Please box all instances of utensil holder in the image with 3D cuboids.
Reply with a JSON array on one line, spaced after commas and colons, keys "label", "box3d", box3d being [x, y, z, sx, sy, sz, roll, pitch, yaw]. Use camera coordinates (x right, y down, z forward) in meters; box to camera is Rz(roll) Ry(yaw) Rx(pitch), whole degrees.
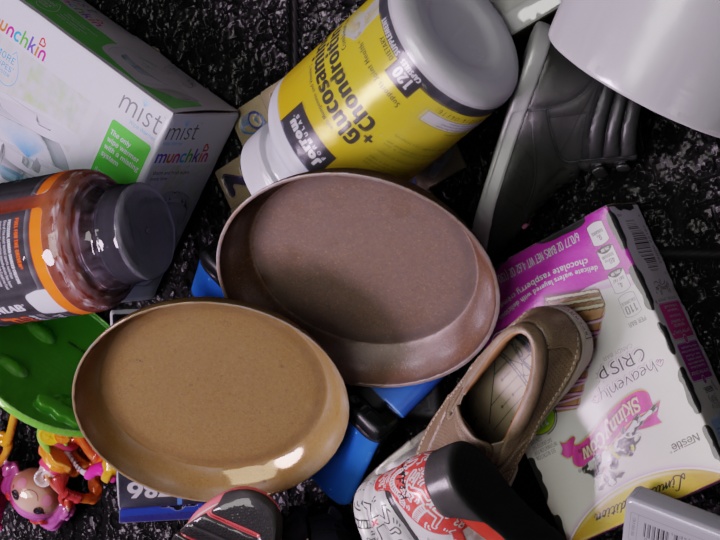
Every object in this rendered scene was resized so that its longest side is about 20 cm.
[{"label": "utensil holder", "box3d": [0.231, -0.206, 1.273, 0.169, 0.170, 0.201, 34, 112, 23]}]

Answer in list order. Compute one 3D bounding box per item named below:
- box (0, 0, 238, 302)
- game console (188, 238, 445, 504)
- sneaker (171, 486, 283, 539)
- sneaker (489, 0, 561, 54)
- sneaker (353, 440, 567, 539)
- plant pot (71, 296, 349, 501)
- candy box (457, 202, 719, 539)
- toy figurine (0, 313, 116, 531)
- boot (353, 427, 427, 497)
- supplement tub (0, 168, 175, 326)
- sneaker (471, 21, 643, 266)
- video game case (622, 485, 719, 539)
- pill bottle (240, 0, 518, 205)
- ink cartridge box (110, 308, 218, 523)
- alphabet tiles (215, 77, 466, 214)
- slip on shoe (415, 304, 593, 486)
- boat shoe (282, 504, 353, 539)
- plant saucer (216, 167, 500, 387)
[{"label": "box", "box3d": [-0.222, -0.101, 1.576, 0.200, 0.096, 0.177, 37, 112, 23]}, {"label": "game console", "box3d": [-0.022, 0.043, 1.509, 0.200, 0.118, 0.171, 45, 145, 17]}, {"label": "sneaker", "box3d": [-0.103, 0.209, 1.501, 0.073, 0.087, 0.201, 28, 136, 0]}, {"label": "sneaker", "box3d": [0.090, -0.191, 1.405, 0.199, 0.073, 0.085, -24, 79, 27]}, {"label": "sneaker", "box3d": [0.080, 0.206, 1.368, 0.107, 0.067, 0.202, -23, 116, 37]}, {"label": "plant pot", "box3d": [-0.106, 0.089, 1.431, 0.199, 0.200, 0.028, -33, 33, 27]}, {"label": "candy box", "box3d": [0.167, 0.072, 1.383, 0.136, 0.061, 0.201, -29, 79, 28]}, {"label": "toy figurine", "box3d": [-0.261, 0.145, 1.616, 0.199, 0.150, 0.185, 33, 124, -2]}, {"label": "boot", "box3d": [0.058, 0.238, 1.450, 0.182, 0.073, 0.200, -44, 79, 10]}, {"label": "supplement tub", "box3d": [-0.235, -0.016, 1.473, 0.199, 0.107, 0.108, -8, 89, 32]}, {"label": "sneaker", "box3d": [0.139, -0.068, 1.386, 0.098, 0.071, 0.201, 17, 123, 0]}, {"label": "video game case", "box3d": [0.261, 0.253, 1.326, 0.199, 0.022, 0.184, 19, 124, 27]}, {"label": "pill bottle", "box3d": [0.007, -0.112, 1.371, 0.200, 0.112, 0.113, -38, 74, 38]}, {"label": "ink cartridge box", "box3d": [-0.137, 0.120, 1.503, 0.098, 0.039, 0.202, -4, 123, -8]}, {"label": "alphabet tiles", "box3d": [-0.018, -0.076, 1.512, 0.199, 0.006, 0.168, -30, 78, 28]}, {"label": "slip on shoe", "box3d": [0.085, 0.107, 1.366, 0.076, 0.060, 0.200, 49, 121, 21]}, {"label": "boat shoe", "box3d": [-0.048, 0.269, 1.523, 0.201, 0.074, 0.093, -63, 33, 31]}, {"label": "plant saucer", "box3d": [0.000, 0.000, 1.377, 0.198, 0.035, 0.201, 7, 134, 7]}]
